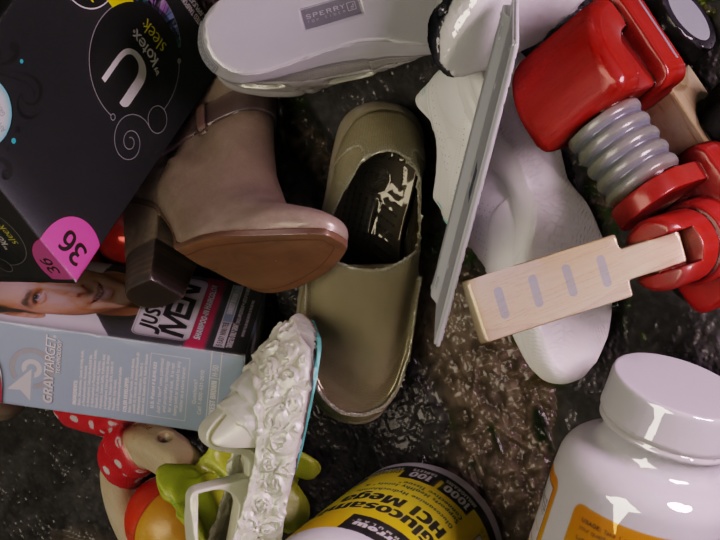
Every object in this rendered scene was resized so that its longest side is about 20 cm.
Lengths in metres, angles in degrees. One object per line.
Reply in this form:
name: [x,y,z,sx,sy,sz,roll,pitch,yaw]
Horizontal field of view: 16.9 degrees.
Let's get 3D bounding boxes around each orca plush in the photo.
orca plush: [0.104,-0.201,1.367,0.200,0.105,0.071,-55,45,22]

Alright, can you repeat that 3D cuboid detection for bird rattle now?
bird rattle: [-0.133,0.146,1.582,0.199,0.112,0.164,23,127,31]

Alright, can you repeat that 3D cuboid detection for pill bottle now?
pill bottle: [0.154,0.154,1.386,0.111,0.111,0.201,27,113,26]
pill bottle: [0.003,0.193,1.431,0.112,0.200,0.113,5,105,21]

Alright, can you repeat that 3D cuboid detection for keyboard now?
keyboard: [0.065,-0.053,1.361,0.011,0.056,0.201,8,122,-8]

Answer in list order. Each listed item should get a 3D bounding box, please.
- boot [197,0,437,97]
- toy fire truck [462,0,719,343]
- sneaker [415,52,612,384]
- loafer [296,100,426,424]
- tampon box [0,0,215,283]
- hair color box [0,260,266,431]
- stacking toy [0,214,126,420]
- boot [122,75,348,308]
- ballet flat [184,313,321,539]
boot: [0.003,-0.150,1.446,0.198,0.096,0.074,-9,86,0]
toy fire truck: [0.132,-0.048,1.305,0.129,0.200,0.177,-39,79,32]
sneaker: [0.085,-0.027,1.429,0.088,0.075,0.201,-21,81,46]
loafer: [0.000,0.000,1.467,0.075,0.068,0.202,4,103,-1]
tampon box: [-0.204,-0.115,1.476,0.126,0.201,0.150,0,139,41]
hair color box: [-0.165,0.042,1.526,0.198,0.099,0.061,7,116,3]
stacking toy: [-0.198,0.013,1.612,0.200,0.085,0.086,-40,78,25]
boot: [-0.075,-0.059,1.482,0.199,0.070,0.147,-12,53,38]
ballet flat: [-0.070,0.124,1.453,0.071,0.072,0.202,15,99,30]
